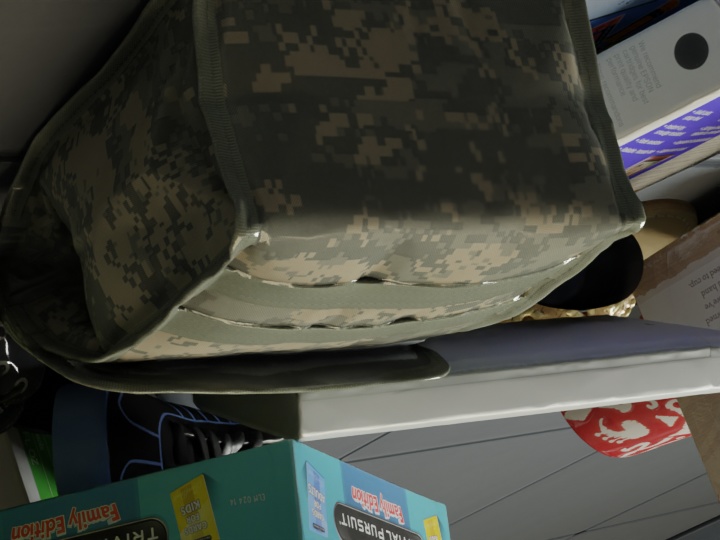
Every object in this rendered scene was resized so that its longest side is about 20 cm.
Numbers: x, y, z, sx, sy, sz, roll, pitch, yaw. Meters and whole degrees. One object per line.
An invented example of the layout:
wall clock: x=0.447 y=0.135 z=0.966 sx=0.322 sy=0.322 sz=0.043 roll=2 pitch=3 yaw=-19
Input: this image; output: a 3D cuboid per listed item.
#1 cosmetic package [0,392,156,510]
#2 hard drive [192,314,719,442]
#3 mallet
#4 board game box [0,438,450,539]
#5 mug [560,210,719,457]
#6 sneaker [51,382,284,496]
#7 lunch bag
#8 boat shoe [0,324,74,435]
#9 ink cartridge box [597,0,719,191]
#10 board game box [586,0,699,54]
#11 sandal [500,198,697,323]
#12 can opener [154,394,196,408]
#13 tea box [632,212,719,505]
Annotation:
cosmetic package: x=-0.141 y=0.100 z=1.080 sx=0.085 sy=0.108 sz=0.200 roll=-29 pitch=165 yaw=26
hard drive: x=0.043 y=0.043 z=0.908 sx=0.199 sy=0.026 sz=0.132 roll=-4 pitch=-176 yaw=-22
mallet: x=0.029 y=0.013 z=0.996 sx=0.199 sy=0.041 sz=0.066 roll=-13 pitch=173 yaw=23
board game box: x=-0.081 y=0.127 z=0.898 sx=0.199 sy=0.047 sz=0.151 roll=-15 pitch=159 yaw=22
mug: x=0.231 y=0.032 z=1.308 sx=0.200 sy=0.134 sz=0.177 roll=-28 pitch=163 yaw=38
sneaker: x=-0.075 y=0.087 z=0.964 sx=0.078 sy=0.070 sz=0.200 roll=-8 pitch=166 yaw=11
lunch bag: x=-0.026 y=-0.017 z=0.781 sx=0.163 sy=0.118 sz=0.200 roll=-1 pitch=159 yaw=-31
boat shoe: x=-0.160 y=0.039 z=0.910 sx=0.070 sy=0.067 sz=0.200 roll=-22 pitch=166 yaw=7
ink cartridge box: x=0.146 y=-0.075 z=0.905 sx=0.199 sy=0.044 sz=0.198 roll=-24 pitch=174 yaw=27
board game box: x=0.104 y=-0.110 z=0.828 sx=0.200 sy=0.020 sz=0.103 roll=-28 pitch=163 yaw=27
sandal: x=0.073 y=0.036 z=1.060 sx=0.211 sy=0.070 sz=0.078 roll=-19 pitch=150 yaw=14
can opener: x=-0.087 y=0.043 z=1.003 sx=0.053 sy=0.067 sz=0.200 roll=-6 pitch=155 yaw=7
tea box: x=0.271 y=0.008 z=0.998 sx=0.196 sy=0.134 sz=0.200 roll=-10 pitch=162 yaw=-42
